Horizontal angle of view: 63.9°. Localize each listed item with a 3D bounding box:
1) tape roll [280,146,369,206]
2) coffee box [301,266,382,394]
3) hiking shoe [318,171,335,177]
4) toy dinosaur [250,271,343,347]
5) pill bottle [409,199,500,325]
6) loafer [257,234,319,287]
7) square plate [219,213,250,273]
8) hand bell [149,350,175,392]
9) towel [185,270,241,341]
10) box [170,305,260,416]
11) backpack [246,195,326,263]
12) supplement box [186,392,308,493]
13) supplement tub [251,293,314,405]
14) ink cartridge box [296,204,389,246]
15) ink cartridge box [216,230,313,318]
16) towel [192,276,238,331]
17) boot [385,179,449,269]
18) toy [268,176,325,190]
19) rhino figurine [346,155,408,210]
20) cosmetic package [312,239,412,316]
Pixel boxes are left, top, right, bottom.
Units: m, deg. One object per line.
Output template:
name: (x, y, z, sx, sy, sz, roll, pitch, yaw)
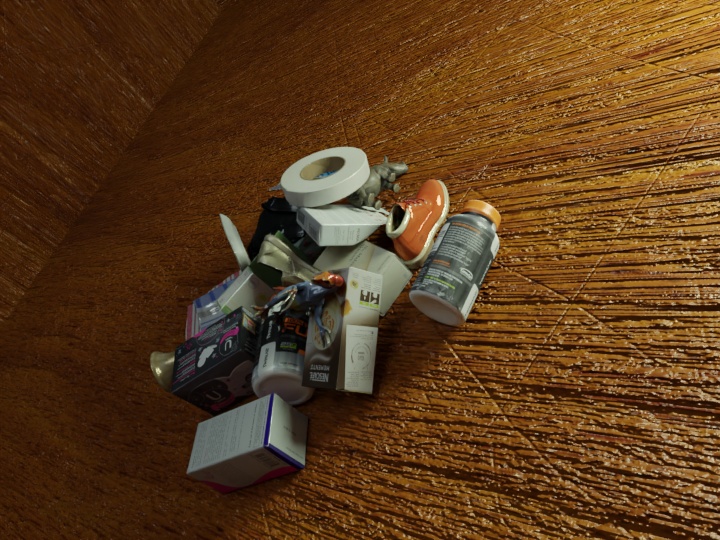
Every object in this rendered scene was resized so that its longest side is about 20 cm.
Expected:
tape roll: (-0.077, -0.205, 1.247, 0.197, 0.038, 0.205, -12, 34, 8)
coffee box: (-0.032, 0.106, 1.009, 0.113, 0.078, 0.206, -10, 71, 52)
hiking shoe: (-0.083, -0.219, 1.421, 0.200, 0.087, 0.074, -46, 37, 0)
toy dinosaur: (-0.104, 0.034, 0.995, 0.180, 0.105, 0.203, -35, 39, 22)
pill bottle: (0.168, -0.019, 0.975, 0.105, 0.106, 0.203, 8, 62, 47)
loafer: (-0.131, 0.011, 1.186, 0.069, 0.198, 0.076, -52, 0, -9)
square plate: (-0.264, -0.012, 1.331, 0.028, 0.201, 0.201, -23, 36, -9)
hand bell: (-0.379, 0.192, 1.355, 0.197, 0.105, 0.105, -28, 38, 1)
towel: (-0.362, 0.096, 1.456, 0.198, 0.030, 0.148, -33, 39, 13)
box: (-0.274, 0.192, 1.191, 0.197, 0.132, 0.117, -30, 43, 20)
backpack: (-0.154, -0.086, 1.338, 0.196, 0.126, 0.171, -8, 62, 38)
supplement box: (-0.201, 0.313, 1.032, 0.197, 0.101, 0.105, -26, 40, 24)
supplement tub: (-0.140, 0.144, 1.112, 0.121, 0.123, 0.203, -25, 42, 24)
ink cartridge box: (-0.018, -0.096, 1.197, 0.160, 0.195, 0.049, -138, 52, -60)
ink cartridge box: (-0.191, 0.040, 1.239, 0.200, 0.146, 0.048, -47, 36, -3)
towel: (-0.314, 0.104, 1.352, 0.144, 0.024, 0.201, -28, 45, -5)
boot: (0.111, -0.117, 1.124, 0.074, 0.107, 0.203, -7, 50, 41)
toy: (-0.102, -0.188, 1.340, 0.194, 0.048, 0.115, -6, 18, 13)
rhino figurine: (0.041, -0.201, 1.277, 0.086, 0.061, 0.200, 18, 45, 31)
cosmetic package: (0.000, 0.000, 1.151, 0.104, 0.073, 0.199, -52, 36, -9)
